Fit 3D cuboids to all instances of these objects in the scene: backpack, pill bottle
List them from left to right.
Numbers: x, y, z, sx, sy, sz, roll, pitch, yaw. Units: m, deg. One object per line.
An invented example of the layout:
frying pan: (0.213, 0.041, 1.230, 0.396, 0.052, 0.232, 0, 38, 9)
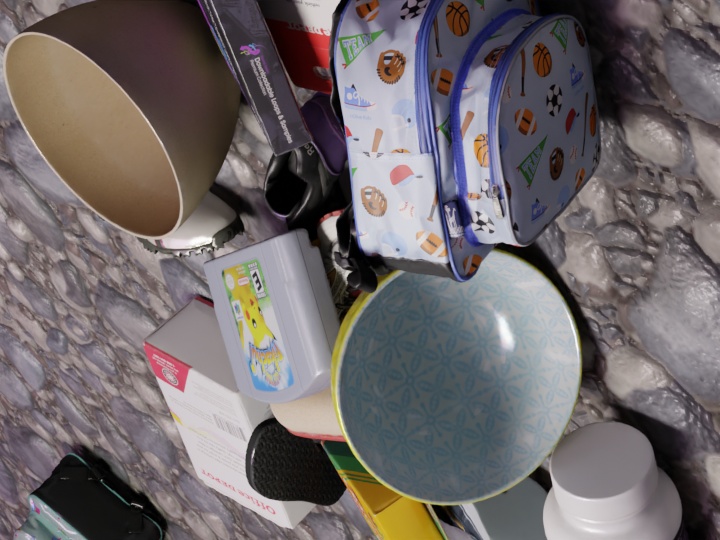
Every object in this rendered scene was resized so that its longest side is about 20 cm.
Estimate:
backpack: (-0.351, 0.358, 2.358, 0.175, 0.154, 0.200, 34, 156, 12)
backpack: (0.063, -0.108, 1.189, 0.153, 0.200, 0.192, -4, 117, 31)
pill bottle: (0.207, 0.219, 1.474, 0.111, 0.111, 0.201, 22, 143, 37)

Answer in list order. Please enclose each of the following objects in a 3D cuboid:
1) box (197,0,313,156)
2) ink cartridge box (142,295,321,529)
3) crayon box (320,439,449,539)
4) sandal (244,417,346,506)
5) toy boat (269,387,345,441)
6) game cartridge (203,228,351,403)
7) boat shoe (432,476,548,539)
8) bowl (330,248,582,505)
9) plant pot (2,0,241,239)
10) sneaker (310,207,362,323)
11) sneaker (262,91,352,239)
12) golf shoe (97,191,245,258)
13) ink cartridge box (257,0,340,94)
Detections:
box: (-0.095, -0.188, 1.349, 0.200, 0.036, 0.144, -121, 7, -57)
ink cartridge box: (-0.118, 0.142, 1.839, 0.147, 0.086, 0.201, 24, 146, 38)
crayon box: (0.037, 0.230, 1.697, 0.128, 0.051, 0.200, 61, 173, -24)
sandal: (-0.070, 0.185, 1.769, 0.048, 0.076, 0.200, 26, 174, 28)
toy boat: (0.021, 0.095, 1.588, 0.130, 0.132, 0.199, 27, 164, -32)
game cartridge: (-0.071, 0.042, 1.520, 0.200, 0.040, 0.134, -17, 93, 66)
boat shoe: (0.119, 0.213, 1.621, 0.200, 0.071, 0.091, 48, 161, 32)
bowl: (0.062, 0.072, 1.431, 0.201, 0.200, 0.108, 56, 172, -17)
plant pot: (-0.175, -0.146, 1.503, 0.200, 0.134, 0.201, 32, 148, 23)
sneaker: (0.000, 0.000, 1.482, 0.200, 0.077, 0.083, -45, 60, 59)
sneaker: (-0.051, -0.066, 1.485, 0.076, 0.088, 0.201, 37, 150, 16)
golf shoe: (-0.191, -0.075, 1.679, 0.199, 0.077, 0.089, 24, 137, 34)
ink cartridge box: (-0.025, -0.220, 1.279, 0.116, 0.067, 0.201, 17, 140, 44)
